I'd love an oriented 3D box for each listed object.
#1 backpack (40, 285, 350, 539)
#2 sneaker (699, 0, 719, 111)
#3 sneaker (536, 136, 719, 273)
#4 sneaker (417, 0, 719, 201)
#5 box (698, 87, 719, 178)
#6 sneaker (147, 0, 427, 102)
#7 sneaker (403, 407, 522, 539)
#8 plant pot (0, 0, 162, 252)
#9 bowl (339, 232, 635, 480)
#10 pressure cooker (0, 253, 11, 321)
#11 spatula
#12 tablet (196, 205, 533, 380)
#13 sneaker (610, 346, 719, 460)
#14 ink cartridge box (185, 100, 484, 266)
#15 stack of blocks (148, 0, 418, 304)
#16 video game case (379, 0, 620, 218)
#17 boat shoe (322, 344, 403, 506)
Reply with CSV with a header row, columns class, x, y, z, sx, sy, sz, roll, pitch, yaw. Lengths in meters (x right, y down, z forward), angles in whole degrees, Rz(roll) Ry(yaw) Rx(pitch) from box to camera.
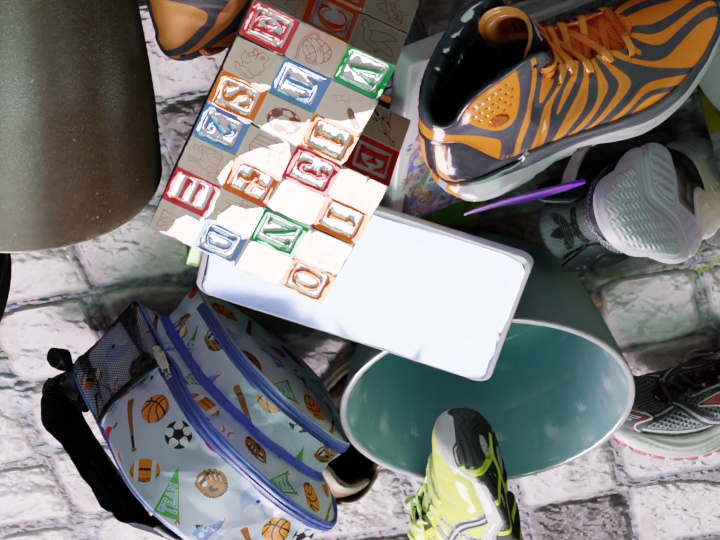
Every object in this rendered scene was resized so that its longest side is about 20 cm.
class,x,y,z,sx,sy,sz,roll,pitch,yaw
backpack,-0.094,0.120,1.730,0.200,0.191,0.154,33,111,-35
sneaker,0.268,-0.164,1.525,0.115,0.074,0.200,-31,170,-15
sneaker,0.160,-0.033,1.609,0.113,0.076,0.200,-18,180,26
sneaker,0.121,-0.122,1.459,0.199,0.078,0.112,-34,149,-8
box,0.265,-0.017,1.598,0.048,0.201,0.117,-19,138,16
sneaker,-0.049,-0.153,1.509,0.112,0.078,0.200,-22,136,34
sneaker,0.066,0.164,1.728,0.076,0.076,0.200,-9,143,6
plant pot,-0.200,-0.145,1.444,0.186,0.187,0.201,2,125,-8
bowl,0.082,0.049,1.721,0.199,0.106,0.201,-2,145,-2
pressure cooker,-0.318,0.014,1.577,0.199,0.177,0.179,2,180,7
spatula,0.142,-0.074,1.554,0.056,0.200,0.021,-17,104,49
tablet,0.000,0.000,1.577,0.199,0.014,0.130,17,140,1
sneaker,0.260,0.079,1.810,0.199,0.081,0.075,-8,125,-7
ink cartridge box,0.000,-0.064,1.614,0.199,0.076,0.148,9,137,-13
stack of blocks,-0.033,-0.082,1.449,0.115,0.059,0.200,24,136,-5
video game case,0.103,-0.110,1.545,0.199,0.018,0.144,-23,145,-24
boat shoe,-0.023,0.135,1.842,0.075,0.072,0.200,14,136,-20
